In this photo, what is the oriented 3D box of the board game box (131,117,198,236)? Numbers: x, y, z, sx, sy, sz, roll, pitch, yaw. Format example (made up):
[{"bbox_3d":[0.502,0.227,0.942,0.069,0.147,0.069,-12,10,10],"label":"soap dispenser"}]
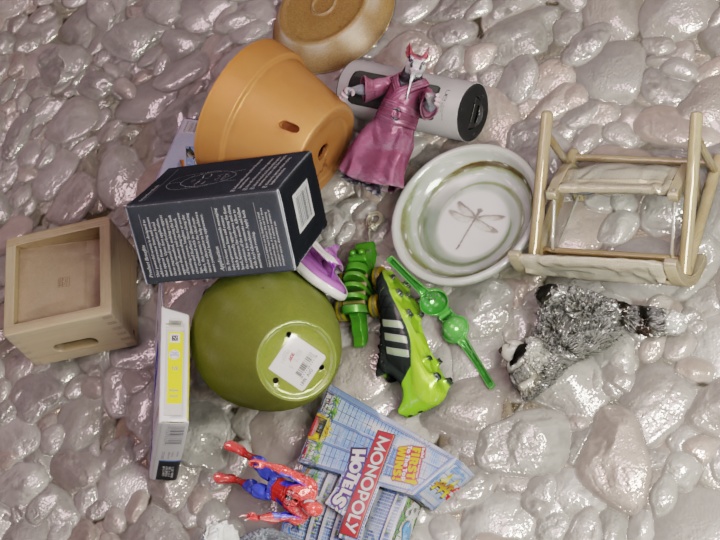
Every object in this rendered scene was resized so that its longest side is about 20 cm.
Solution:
[{"bbox_3d":[-0.202,-0.114,1.937,0.200,0.041,0.200,11,69,31],"label":"board game box"}]

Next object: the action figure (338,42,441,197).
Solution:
[{"bbox_3d":[0.054,-0.191,1.756,0.134,0.149,0.200,25,96,24],"label":"action figure"}]

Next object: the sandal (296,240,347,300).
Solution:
[{"bbox_3d":[-0.052,-0.018,1.731,0.050,0.082,0.203,-57,17,9],"label":"sandal"}]

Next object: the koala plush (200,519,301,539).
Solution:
[{"bbox_3d":[-0.143,0.363,1.530,0.177,0.200,0.184,-55,50,10],"label":"koala plush"}]

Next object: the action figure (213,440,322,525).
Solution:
[{"bbox_3d":[-0.125,0.250,1.612,0.200,0.099,0.065,15,87,49],"label":"action figure"}]

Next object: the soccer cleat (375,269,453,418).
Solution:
[{"bbox_3d":[0.047,0.087,1.686,0.081,0.068,0.200,-35,53,21],"label":"soccer cleat"}]

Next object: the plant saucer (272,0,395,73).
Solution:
[{"bbox_3d":[-0.047,-0.382,2.006,0.200,0.035,0.200,-12,59,21],"label":"plant saucer"}]

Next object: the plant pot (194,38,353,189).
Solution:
[{"bbox_3d":[-0.102,-0.185,1.793,0.140,0.200,0.200,28,79,19],"label":"plant pot"}]

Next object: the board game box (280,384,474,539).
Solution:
[{"bbox_3d":[0.020,0.254,1.608,0.200,0.062,0.200,10,69,32],"label":"board game box"}]

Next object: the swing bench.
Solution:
[{"bbox_3d":[0.302,-0.072,1.601,0.199,0.130,0.200,5,72,29],"label":"swing bench"}]

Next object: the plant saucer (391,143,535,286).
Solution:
[{"bbox_3d":[0.138,-0.063,1.725,0.200,0.050,0.200,-13,58,21],"label":"plant saucer"}]

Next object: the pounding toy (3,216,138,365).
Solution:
[{"bbox_3d":[-0.419,0.032,1.932,0.200,0.142,0.184,-12,59,9],"label":"pounding toy"}]

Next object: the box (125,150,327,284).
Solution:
[{"bbox_3d":[-0.162,-0.066,1.683,0.200,0.107,0.148,-5,22,17],"label":"box"}]

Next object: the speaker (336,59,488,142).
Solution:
[{"bbox_3d":[0.070,-0.228,1.834,0.200,0.081,0.081,17,73,33],"label":"speaker"}]

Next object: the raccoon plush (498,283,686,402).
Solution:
[{"bbox_3d":[0.258,0.093,1.558,0.200,0.097,0.134,6,75,30],"label":"raccoon plush"}]

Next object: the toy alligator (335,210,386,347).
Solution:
[{"bbox_3d":[0.000,0.000,1.761,0.059,0.054,0.200,-6,62,24],"label":"toy alligator"}]

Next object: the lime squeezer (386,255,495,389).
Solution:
[{"bbox_3d":[0.105,0.057,1.665,0.038,0.071,0.200,-38,88,-4],"label":"lime squeezer"}]

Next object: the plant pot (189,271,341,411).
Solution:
[{"bbox_3d":[-0.095,0.091,1.627,0.187,0.187,0.200,-51,15,-6],"label":"plant pot"}]

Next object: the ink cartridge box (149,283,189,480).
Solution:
[{"bbox_3d":[-0.241,0.139,1.735,0.047,0.198,0.200,4,61,-8],"label":"ink cartridge box"}]

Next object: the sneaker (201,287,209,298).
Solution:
[{"bbox_3d":[-0.144,-0.021,1.808,0.085,0.074,0.200,25,77,-4],"label":"sneaker"}]
